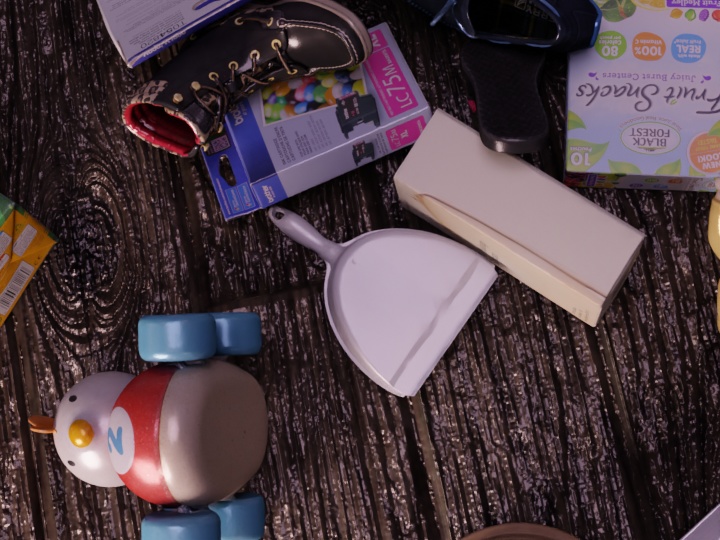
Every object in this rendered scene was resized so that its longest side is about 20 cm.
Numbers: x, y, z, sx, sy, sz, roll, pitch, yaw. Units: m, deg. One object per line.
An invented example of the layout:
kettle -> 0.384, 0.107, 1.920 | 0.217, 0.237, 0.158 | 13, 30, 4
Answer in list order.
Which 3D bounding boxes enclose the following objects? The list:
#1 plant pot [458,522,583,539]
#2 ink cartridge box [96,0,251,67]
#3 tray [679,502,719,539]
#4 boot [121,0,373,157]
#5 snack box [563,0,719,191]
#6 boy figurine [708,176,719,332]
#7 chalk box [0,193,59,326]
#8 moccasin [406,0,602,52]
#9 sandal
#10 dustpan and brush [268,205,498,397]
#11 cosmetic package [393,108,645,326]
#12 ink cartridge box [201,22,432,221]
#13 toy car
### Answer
plant pot -> 0.120, 0.294, 1.028 | 0.199, 0.093, 0.203 | -4, 76, 16
ink cartridge box -> -0.132, -0.256, 1.169 | 0.198, 0.041, 0.200 | -29, 40, -1
tray -> 0.271, 0.275, 1.068 | 0.200, 0.022, 0.108 | -42, 76, -4
boot -> -0.099, -0.164, 1.128 | 0.199, 0.074, 0.151 | 14, 54, 37
snack box -> 0.249, -0.173, 1.156 | 0.141, 0.053, 0.202 | 2, 78, 7
boy figurine -> 0.334, -0.037, 1.097 | 0.123, 0.064, 0.202 | 22, 88, -24
chalk box -> -0.388, -0.043, 1.155 | 0.199, 0.124, 0.125 | 31, 81, 11
moccasin -> 0.110, -0.236, 1.142 | 0.199, 0.068, 0.081 | 19, 113, 36
sandal -> 0.121, -0.144, 1.125 | 0.074, 0.045, 0.201 | -1, 38, 4
dustpan and brush -> 0.000, 0.000, 1.149 | 0.199, 0.057, 0.140 | 36, 83, 5
cosmetic package -> 0.131, -0.042, 1.113 | 0.199, 0.104, 0.073 | 32, 84, 13
ink cartridge box -> -0.045, -0.130, 1.164 | 0.198, 0.042, 0.120 | -25, 52, 2
toy car -> -0.189, 0.130, 1.084 | 0.198, 0.177, 0.187 | -3, 88, 18
